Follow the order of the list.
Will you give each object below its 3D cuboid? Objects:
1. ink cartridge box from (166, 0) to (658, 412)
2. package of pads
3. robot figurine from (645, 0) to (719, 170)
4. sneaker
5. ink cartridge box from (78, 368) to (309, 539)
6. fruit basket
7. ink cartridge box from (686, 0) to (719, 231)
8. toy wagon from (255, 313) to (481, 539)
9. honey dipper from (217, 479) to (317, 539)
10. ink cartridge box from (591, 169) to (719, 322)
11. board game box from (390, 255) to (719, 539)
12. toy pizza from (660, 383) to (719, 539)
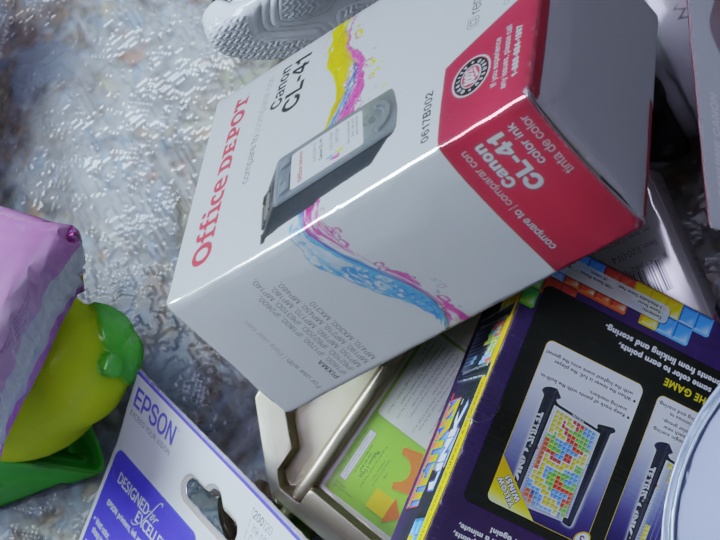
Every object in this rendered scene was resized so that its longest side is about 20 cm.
[{"bbox_3d":[0.023,-0.048,0.865,0.199,0.086,0.148,-28,33,30],"label":"ink cartridge box"},{"bbox_3d":[-0.238,0.012,0.939,0.198,0.076,0.121,17,60,9],"label":"package of pads"},{"bbox_3d":[0.101,-0.093,0.998,0.199,0.125,0.151,-25,58,13],"label":"robot figurine"},{"bbox_3d":[-0.012,-0.204,1.122,0.199,0.076,0.114,-31,63,4],"label":"sneaker"},{"bbox_3d":[-0.082,0.178,0.949,0.198,0.043,0.201,39,112,50],"label":"ink cartridge box"},{"bbox_3d":[-0.206,0.044,1.046,0.215,0.216,0.156,-31,64,11],"label":"fruit basket"},{"bbox_3d":[0.210,-0.092,0.940,0.043,0.172,0.202,-33,54,56],"label":"ink cartridge box"},{"bbox_3d":[0.046,0.095,0.924,0.199,0.040,0.156,37,100,12],"label":"toy wagon"},{"bbox_3d":[0.023,0.098,1.026,0.199,0.038,0.038,-21,66,13],"label":"honey dipper"},{"bbox_3d":[0.127,0.066,0.957,0.116,0.067,0.201,-24,83,13],"label":"ink cartridge box"},{"bbox_3d":[0.125,0.103,0.859,0.199,0.057,0.166,27,76,-10],"label":"board game box"},{"bbox_3d":[0.219,0.109,0.801,0.198,0.032,0.202,-5,73,18],"label":"toy pizza"}]
